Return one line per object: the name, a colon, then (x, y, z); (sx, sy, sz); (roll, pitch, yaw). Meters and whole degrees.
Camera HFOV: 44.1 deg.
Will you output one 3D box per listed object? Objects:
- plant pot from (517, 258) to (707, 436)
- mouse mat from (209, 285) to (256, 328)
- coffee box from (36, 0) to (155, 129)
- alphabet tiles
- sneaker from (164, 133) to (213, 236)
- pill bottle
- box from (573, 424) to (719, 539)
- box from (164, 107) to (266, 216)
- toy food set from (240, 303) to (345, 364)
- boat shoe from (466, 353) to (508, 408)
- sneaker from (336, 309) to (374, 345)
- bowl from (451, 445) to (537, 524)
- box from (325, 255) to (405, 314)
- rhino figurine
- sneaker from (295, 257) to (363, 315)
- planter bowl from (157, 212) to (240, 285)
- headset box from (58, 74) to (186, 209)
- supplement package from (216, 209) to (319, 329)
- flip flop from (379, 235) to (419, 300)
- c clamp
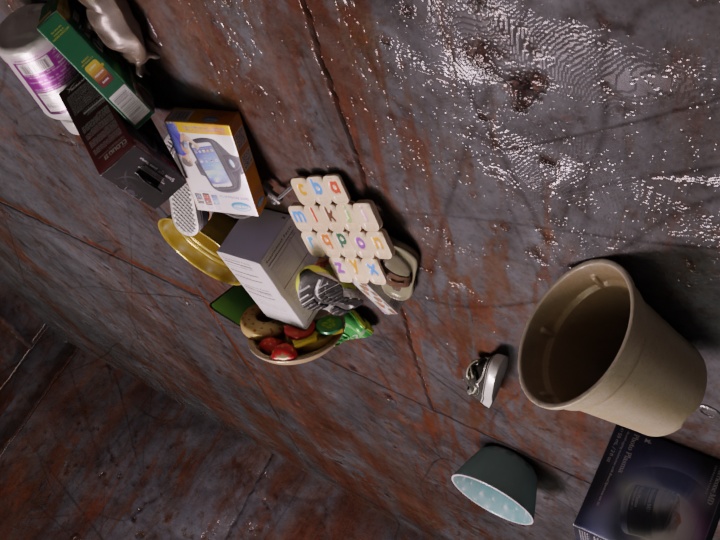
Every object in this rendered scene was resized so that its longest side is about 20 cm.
plant pot: (0.336, 0.117, 1.146); (0.182, 0.203, 0.200); (28, 161, -24)
mouse mat: (-0.204, 0.080, 1.815); (0.159, 0.200, 0.008); (31, 115, 6)
coffee box: (-0.388, -0.311, 1.318); (0.200, 0.044, 0.123); (47, -171, -30)
alphabet tiles: (-0.031, -0.064, 1.388); (0.198, 0.015, 0.198); (3, 127, 48)
sneaker: (-0.293, -0.164, 1.540); (0.077, 0.080, 0.202); (17, 129, 15)
pill bottle: (-0.485, -0.315, 1.425); (0.111, 0.113, 0.201); (20, 155, 27)
box: (0.482, 0.390, 1.467); (0.196, 0.202, 0.124); (18, 154, 28)
box: (-0.223, -0.160, 1.403); (0.117, 0.042, 0.202); (7, 134, 22)
toy food set: (-0.121, 0.106, 1.689); (0.200, 0.195, 0.049); (-130, 25, -56)
boat shoe: (0.218, 0.192, 1.583); (0.063, 0.071, 0.201); (25, 158, 13)
sneaker: (-0.043, 0.124, 1.774); (0.074, 0.084, 0.199); (42, 155, -23)
bowl: (0.311, 0.463, 1.970); (0.199, 0.106, 0.202); (27, 158, 12)
box: (0.000, 0.000, 1.520); (0.200, 0.042, 0.038); (43, 155, -26)
rhino figurine: (-0.344, -0.342, 1.251); (0.087, 0.060, 0.201); (23, 158, 29)
sneaker: (-0.065, 0.016, 1.533); (0.091, 0.077, 0.200); (68, -168, 20)
planter bowl: (-0.283, -0.065, 1.707); (0.198, 0.084, 0.201); (28, 157, 13)
headset box: (-0.366, -0.198, 1.390); (0.201, 0.075, 0.148); (57, -171, 26)
supplement package: (-0.149, -0.005, 1.611); (0.108, 0.115, 0.201); (15, 150, 36)
flip flop: (0.049, 0.003, 1.433); (0.080, 0.058, 0.201); (25, 156, 16)
c clamp: (-0.212, -0.161, 1.448); (0.199, 0.027, 0.171); (35, 138, -11)
